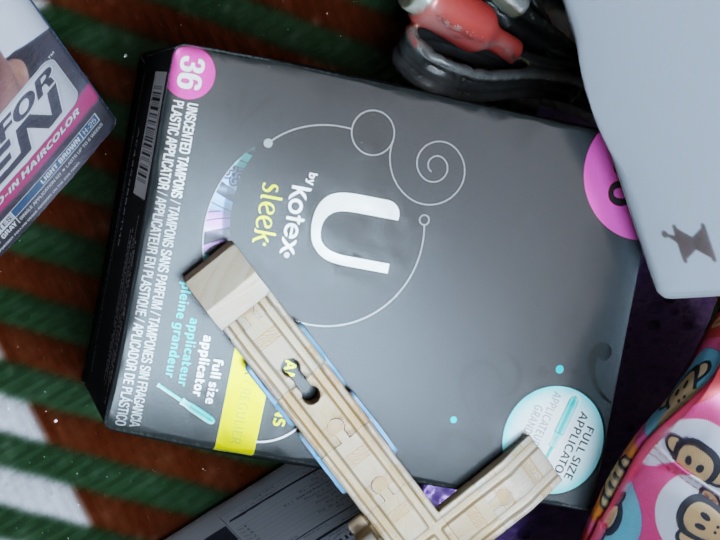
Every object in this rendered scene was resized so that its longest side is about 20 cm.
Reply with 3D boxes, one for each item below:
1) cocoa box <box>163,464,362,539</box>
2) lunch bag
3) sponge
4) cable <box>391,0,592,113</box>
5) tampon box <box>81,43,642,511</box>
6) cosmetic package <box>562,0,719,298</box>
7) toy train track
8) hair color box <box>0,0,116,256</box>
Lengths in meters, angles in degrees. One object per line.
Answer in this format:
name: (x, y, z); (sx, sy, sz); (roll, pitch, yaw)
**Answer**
cocoa box: (-0.002, 0.198, 0.861); (0.133, 0.131, 0.201); (-32, 107, -12)
lunch bag: (0.148, 0.083, 0.835); (0.081, 0.176, 0.201); (28, 126, 8)
sponge: (0.099, 0.038, 0.933); (0.111, 0.030, 0.202); (20, 91, -21)
cable: (0.086, -0.097, 0.883); (0.198, 0.098, 0.050); (23, 133, -18)
tampon box: (0.000, 0.000, 0.823); (0.198, 0.126, 0.152); (10, 93, -12)
cosmetic package: (0.201, -0.107, 0.754); (0.199, 0.164, 0.166); (-35, 111, -40)
toy train track: (0.004, 0.076, 0.751); (0.114, 0.033, 0.201); (-37, 104, -2)
hair color box: (-0.168, -0.074, 0.733); (0.060, 0.200, 0.100); (37, 81, 22)
